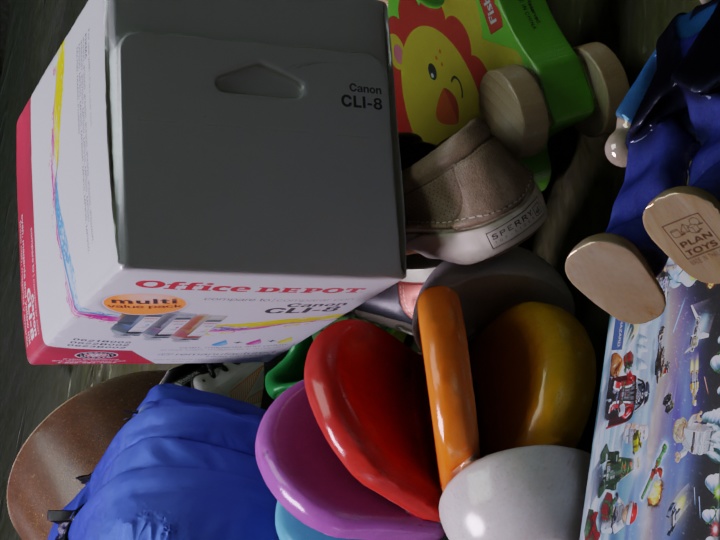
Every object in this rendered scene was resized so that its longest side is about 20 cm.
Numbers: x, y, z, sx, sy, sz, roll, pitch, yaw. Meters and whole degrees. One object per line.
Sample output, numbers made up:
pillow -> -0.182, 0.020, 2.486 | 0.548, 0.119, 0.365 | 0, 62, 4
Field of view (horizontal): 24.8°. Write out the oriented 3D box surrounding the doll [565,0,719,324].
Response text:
doll -> 0.143, -0.071, 0.655 | 0.136, 0.048, 0.200 | -33, 23, 43

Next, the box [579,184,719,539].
box -> 0.143, 0.063, 0.663 | 0.137, 0.040, 0.201 | 169, 111, -67

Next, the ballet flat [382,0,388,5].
ballet flat -> 0.026, -0.150, 1.049 | 0.065, 0.070, 0.200 | 56, 153, 22

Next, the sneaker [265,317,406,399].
sneaker -> -0.006, 0.009, 1.028 | 0.074, 0.083, 0.201 | -122, 47, -62

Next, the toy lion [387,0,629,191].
toy lion -> 0.056, -0.120, 0.883 | 0.192, 0.068, 0.201 | -20, 88, 68

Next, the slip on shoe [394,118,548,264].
slip on shoe -> 0.023, -0.042, 0.845 | 0.061, 0.076, 0.200 | 60, 163, -15

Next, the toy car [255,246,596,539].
toy car -> 0.025, 0.088, 0.806 | 0.176, 0.149, 0.200 | -98, 28, -42

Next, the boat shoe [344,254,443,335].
boat shoe -> 0.000, 0.000, 0.954 | 0.199, 0.063, 0.071 | 10, 46, 44

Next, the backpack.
backpack -> -0.097, 0.150, 0.948 | 0.200, 0.162, 0.168 | 129, 149, -53

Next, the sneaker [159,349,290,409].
sneaker -> -0.084, 0.078, 1.107 | 0.074, 0.080, 0.200 | 4, 47, 41

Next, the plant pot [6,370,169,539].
plant pot -> -0.134, 0.205, 1.167 | 0.200, 0.186, 0.188 | 52, 129, 46

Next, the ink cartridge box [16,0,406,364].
ink cartridge box -> -0.083, -0.042, 0.832 | 0.200, 0.145, 0.145 | 145, 123, -63
